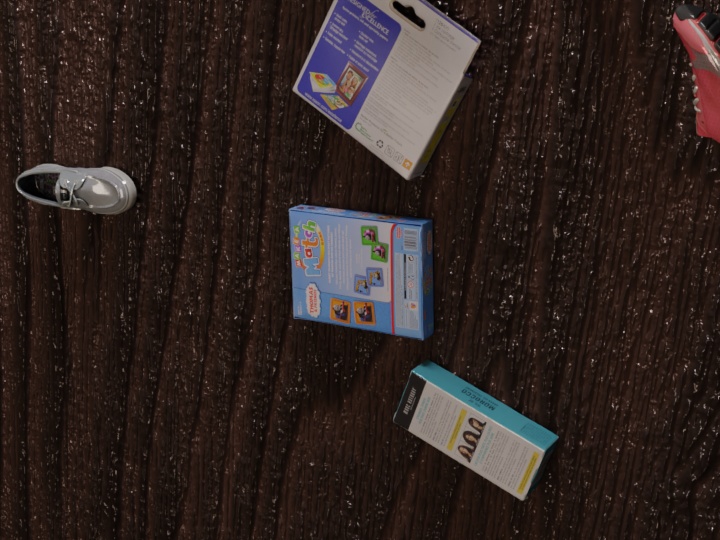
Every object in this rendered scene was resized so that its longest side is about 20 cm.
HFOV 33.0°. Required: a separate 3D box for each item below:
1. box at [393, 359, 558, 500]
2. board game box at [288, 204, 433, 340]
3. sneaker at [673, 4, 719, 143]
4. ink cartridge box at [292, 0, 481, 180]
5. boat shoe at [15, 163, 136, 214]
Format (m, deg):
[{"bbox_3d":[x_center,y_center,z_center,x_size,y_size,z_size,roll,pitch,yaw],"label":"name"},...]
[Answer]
[{"bbox_3d":[0.144,0.201,1.546,0.199,0.049,0.083,30,118,20],"label":"box"},{"bbox_3d":[0.000,0.000,1.579,0.198,0.037,0.153,8,109,29],"label":"board game box"},{"bbox_3d":[0.374,-0.183,1.272,0.087,0.074,0.201,-37,85,35],"label":"sneaker"},{"bbox_3d":[0.035,-0.248,1.478,0.197,0.047,0.201,40,120,17],"label":"ink cartridge box"},{"bbox_3d":[-0.419,-0.115,1.778,0.199,0.071,0.071,9,110,29],"label":"boat shoe"}]
